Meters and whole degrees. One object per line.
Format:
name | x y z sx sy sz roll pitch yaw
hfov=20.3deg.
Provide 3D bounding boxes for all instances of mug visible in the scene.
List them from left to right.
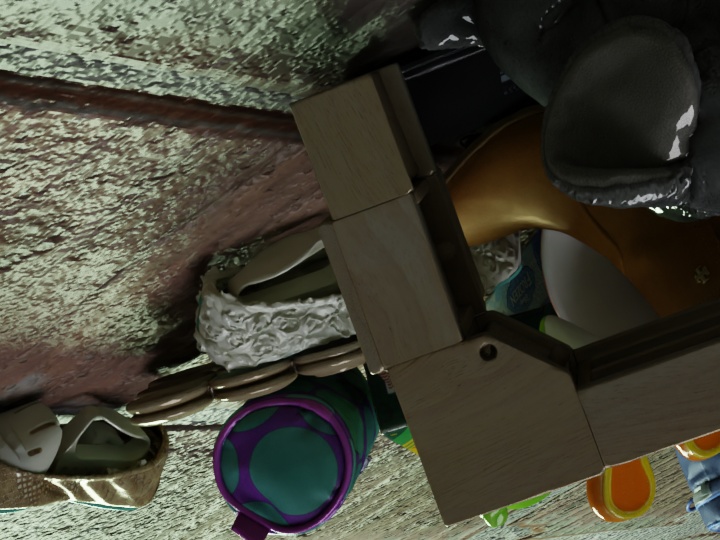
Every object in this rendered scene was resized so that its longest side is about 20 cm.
mug | 0.199 -0.012 1.166 0.200 0.134 0.177 -17 161 -50

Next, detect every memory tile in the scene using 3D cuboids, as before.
memory tile | -0.036 0.053 1.185 0.199 0.017 0.153 -17 -176 1

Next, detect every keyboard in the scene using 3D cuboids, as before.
keyboard | 0.087 -0.098 1.022 0.199 0.021 0.127 -20 154 -1

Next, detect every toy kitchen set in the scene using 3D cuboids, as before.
toy kitchen set | 0.089 -0.018 0.946 0.180 0.201 0.163 -20 -175 9

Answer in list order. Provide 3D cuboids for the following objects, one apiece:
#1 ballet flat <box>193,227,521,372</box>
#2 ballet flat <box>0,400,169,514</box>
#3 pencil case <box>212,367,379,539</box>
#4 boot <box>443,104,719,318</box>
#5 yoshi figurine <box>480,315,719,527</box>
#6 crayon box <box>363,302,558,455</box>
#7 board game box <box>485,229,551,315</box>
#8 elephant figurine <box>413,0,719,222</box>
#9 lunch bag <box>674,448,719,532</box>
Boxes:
ballet flat | 0.000 0.000 1.125 0.199 0.072 0.072 -20 160 -10
ballet flat | -0.192 0.109 1.230 0.200 0.070 0.065 6 120 -56
pencil case | -0.036 0.105 1.226 0.093 0.085 0.200 -56 177 6
boot | 0.129 -0.022 1.011 0.201 0.145 0.071 -35 151 26
yoshi figurine | 0.109 0.090 1.066 0.112 0.113 0.200 20 175 -28
crayon box | 0.084 0.075 1.269 0.126 0.051 0.200 -17 167 8
board game box | 0.185 0.006 1.349 0.199 0.044 0.199 -12 159 -21
elephant figurine | 0.137 -0.075 0.863 0.141 0.201 0.155 -13 159 -22
lunch bag | 0.380 0.167 1.822 0.199 0.133 0.136 -31 158 23
